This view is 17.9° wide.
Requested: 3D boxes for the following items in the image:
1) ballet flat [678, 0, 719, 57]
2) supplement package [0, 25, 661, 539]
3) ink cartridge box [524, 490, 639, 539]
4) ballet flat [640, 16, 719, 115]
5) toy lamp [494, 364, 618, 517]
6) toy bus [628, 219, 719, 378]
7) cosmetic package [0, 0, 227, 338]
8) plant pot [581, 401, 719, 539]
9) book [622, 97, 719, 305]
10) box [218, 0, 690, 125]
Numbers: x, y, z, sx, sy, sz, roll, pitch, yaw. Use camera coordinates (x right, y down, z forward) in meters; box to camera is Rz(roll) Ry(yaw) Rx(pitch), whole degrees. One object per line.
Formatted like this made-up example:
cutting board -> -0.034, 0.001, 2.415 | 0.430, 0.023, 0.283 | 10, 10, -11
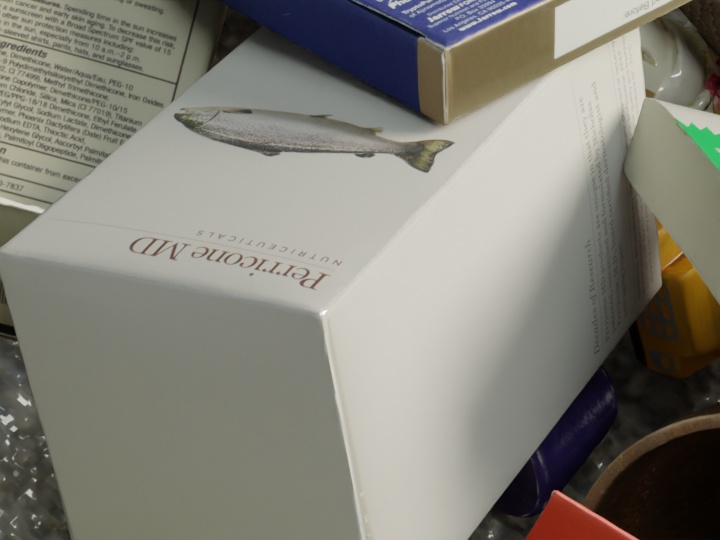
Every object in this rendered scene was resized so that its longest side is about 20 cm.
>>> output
ballet flat -> 0.104, -0.139, 0.813 | 0.067, 0.046, 0.200 | -46, 114, -2
supplement package -> 0.000, 0.000, 0.716 | 0.116, 0.118, 0.200 | 10, 37, 29
ink cartridge box -> 0.062, 0.147, 0.643 | 0.109, 0.200, 0.050 | 31, 58, 5
ballet flat -> 0.069, -0.079, 0.857 | 0.199, 0.064, 0.076 | 9, 58, -9
toy lamp -> 0.004, 0.085, 0.750 | 0.200, 0.058, 0.058 | -33, 73, -28
toy bus -> 0.184, -0.030, 0.836 | 0.200, 0.065, 0.078 | -32, 31, -27
cosmetic package -> -0.101, -0.081, 0.802 | 0.103, 0.087, 0.201 | 15, 59, -4
plant pot -> 0.198, 0.093, 0.737 | 0.200, 0.187, 0.187 | -29, 70, -42
book -> 0.190, 0.002, 0.694 | 0.199, 0.048, 0.134 | 12, 19, -14
box -> 0.006, -0.117, 0.748 | 0.121, 0.033, 0.200 | -28, 43, -30
